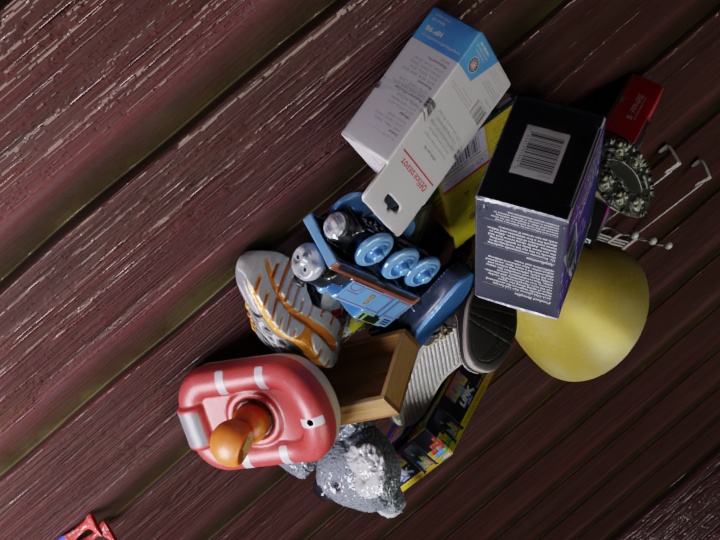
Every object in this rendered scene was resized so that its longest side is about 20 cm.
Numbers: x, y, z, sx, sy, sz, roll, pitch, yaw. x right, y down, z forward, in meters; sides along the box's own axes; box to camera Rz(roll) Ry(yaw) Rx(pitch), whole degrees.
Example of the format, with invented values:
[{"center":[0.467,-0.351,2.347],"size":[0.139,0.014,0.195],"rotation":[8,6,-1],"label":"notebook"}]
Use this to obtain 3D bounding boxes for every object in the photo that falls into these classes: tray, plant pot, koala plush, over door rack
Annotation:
[{"center":[-0.026,0.136,1.425],"size":[0.199,0.099,0.037],"rotation":[-17,130,39],"label":"tray"},{"center":[0.268,0.031,1.632],"size":[0.141,0.201,0.200],"rotation":[30,109,-40],"label":"plant pot"},{"center":[-0.017,0.226,1.555],"size":[0.183,0.200,0.178],"rotation":[-36,151,-7],"label":"koala plush"},{"center":[0.435,-0.083,1.797],"size":[0.200,0.067,0.147],"rotation":[-51,150,20],"label":"over door rack"}]

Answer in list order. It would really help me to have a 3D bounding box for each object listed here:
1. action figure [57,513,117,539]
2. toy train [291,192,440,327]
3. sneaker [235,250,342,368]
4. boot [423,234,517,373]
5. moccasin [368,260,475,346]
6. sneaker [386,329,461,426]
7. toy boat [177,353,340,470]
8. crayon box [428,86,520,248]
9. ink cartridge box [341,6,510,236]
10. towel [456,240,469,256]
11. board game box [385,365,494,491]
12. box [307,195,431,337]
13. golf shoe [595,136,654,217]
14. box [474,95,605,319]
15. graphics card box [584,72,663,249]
[{"center":[-0.395,0.384,1.492],"size":[0.199,0.052,0.065],"rotation":[-37,155,-1],"label":"action figure"},{"center":[0.004,-0.008,1.300],"size":[0.114,0.087,0.199],"rotation":[-42,150,16],"label":"toy train"},{"center":[-0.094,0.048,1.351],"size":[0.200,0.076,0.079],"rotation":[56,46,-45],"label":"sneaker"},{"center":[0.120,0.057,1.491],"size":[0.073,0.202,0.150],"rotation":[22,144,-25],"label":"boot"},{"center":[0.060,0.047,1.424],"size":[0.080,0.068,0.200],"rotation":[-24,161,-45],"label":"moccasin"},{"center":[0.085,0.114,1.658],"size":[0.073,0.114,0.201],"rotation":[43,82,-17],"label":"sneaker"},{"center":[-0.124,0.173,1.347],"size":[0.198,0.132,0.131],"rotation":[-10,-161,24],"label":"toy boat"},{"center":[0.132,-0.122,1.400],"size":[0.126,0.051,0.201],"rotation":[-36,150,-9],"label":"crayon box"},{"center":[0.056,-0.147,1.216],"size":[0.201,0.066,0.116],"rotation":[-54,151,-3],"label":"ink cartridge box"},{"center":[0.177,-0.031,1.618],"size":[0.144,0.024,0.201],"rotation":[-19,147,-36],"label":"towel"},{"center":[0.098,0.210,1.690],"size":[0.165,0.057,0.200],"rotation":[-44,-174,41],"label":"board game box"},{"center":[0.000,0.000,1.428],"size":[0.136,0.038,0.201],"rotation":[-22,146,-30],"label":"box"},{"center":[0.270,-0.132,1.444],"size":[0.199,0.088,0.078],"rotation":[33,79,-25],"label":"golf shoe"},{"center":[0.196,-0.067,1.332],"size":[0.201,0.103,0.149],"rotation":[80,30,-58],"label":"box"},{"center":[0.323,-0.138,1.556],"size":[0.126,0.050,0.201],"rotation":[-55,165,-39],"label":"graphics card box"}]
